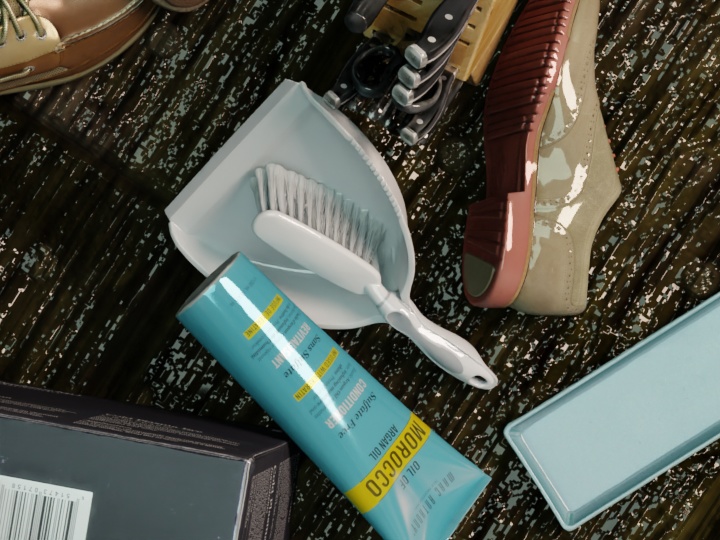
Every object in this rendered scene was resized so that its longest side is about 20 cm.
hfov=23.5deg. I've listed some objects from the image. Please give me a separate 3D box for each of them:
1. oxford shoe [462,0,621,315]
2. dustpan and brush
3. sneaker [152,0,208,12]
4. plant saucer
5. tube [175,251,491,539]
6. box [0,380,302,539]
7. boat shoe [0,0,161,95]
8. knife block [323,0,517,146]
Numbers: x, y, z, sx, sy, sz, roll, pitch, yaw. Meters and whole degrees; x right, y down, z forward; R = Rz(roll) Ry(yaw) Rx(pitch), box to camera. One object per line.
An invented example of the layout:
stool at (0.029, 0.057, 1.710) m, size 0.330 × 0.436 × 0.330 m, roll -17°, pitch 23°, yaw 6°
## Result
oxford shoe at (0.112, -0.072, 0.975) m, size 0.075 × 0.070 × 0.201 m, roll 13°, pitch 89°, yaw -20°
dustpan and brush at (0.000, 0.000, 0.969) m, size 0.200 × 0.057 × 0.140 m, roll 32°, pitch 129°, yaw -20°
sneaker at (-0.068, -0.242, 0.968) m, size 0.070 × 0.076 × 0.200 m, roll 26°, pitch 84°, yaw -13°
plant saucer at (0.182, 0.066, 0.978) m, size 0.200 × 0.019 × 0.070 m, roll -33°, pitch 85°, yaw 6°
tube at (-0.016, 0.077, 0.964) m, size 0.200 × 0.050 × 0.077 m, roll 45°, pitch 65°, yaw -9°
box at (-0.145, 0.127, 0.932) m, size 0.199 × 0.182 × 0.104 m, roll 10°, pitch 90°, yaw 7°
boat shoe at (-0.209, -0.138, 0.997) m, size 0.200 × 0.074 × 0.076 m, roll -25°, pitch 86°, yaw 3°
knife block at (0.051, -0.163, 0.918) m, size 0.064 × 0.176 × 0.200 m, roll 26°, pitch 92°, yaw 6°
